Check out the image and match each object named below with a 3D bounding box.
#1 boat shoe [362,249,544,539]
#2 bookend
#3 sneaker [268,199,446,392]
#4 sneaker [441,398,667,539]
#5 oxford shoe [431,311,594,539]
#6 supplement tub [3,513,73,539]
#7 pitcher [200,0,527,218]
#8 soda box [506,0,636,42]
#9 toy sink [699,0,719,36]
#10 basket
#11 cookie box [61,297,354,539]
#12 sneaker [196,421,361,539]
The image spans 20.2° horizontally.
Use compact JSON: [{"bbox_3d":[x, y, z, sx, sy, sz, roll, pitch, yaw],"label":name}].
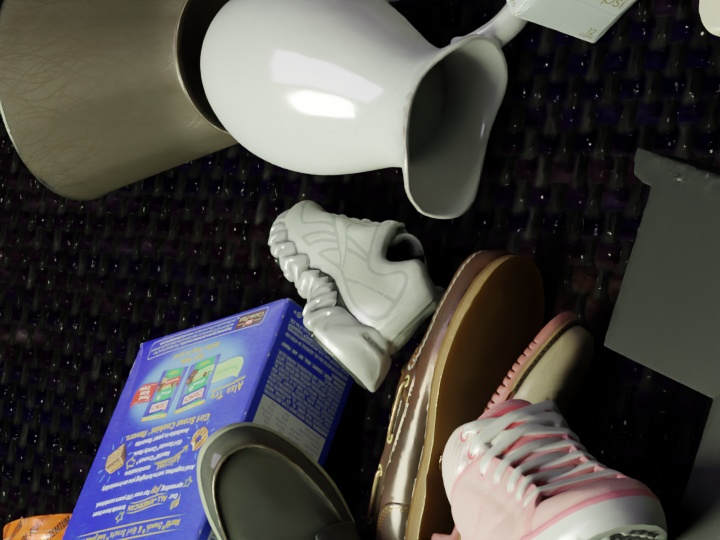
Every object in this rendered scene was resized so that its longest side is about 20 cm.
[{"bbox_3d":[0.046,0.080,1.157,0.070,0.070,0.201,26,101,51],"label":"boat shoe"},{"bbox_3d":[0.197,0.066,0.949,0.198,0.092,0.201,26,102,54],"label":"bookend"},{"bbox_3d":[0.000,0.000,1.231,0.081,0.075,0.200,-44,27,6],"label":"sneaker"},{"bbox_3d":[0.085,0.106,0.983,0.200,0.075,0.105,116,141,-70],"label":"sneaker"},{"bbox_3d":[0.095,0.123,1.105,0.074,0.070,0.201,24,98,24],"label":"oxford shoe"},{"bbox_3d":[-0.197,0.273,1.375,0.122,0.122,0.201,-23,64,47],"label":"supplement tub"},{"bbox_3d":[0.007,-0.135,1.245,0.199,0.121,0.172,21,77,42],"label":"pitcher"},{"bbox_3d":[0.102,-0.231,1.170,0.064,0.068,0.201,-44,49,35],"label":"soda box"},{"bbox_3d":[0.267,-0.164,0.904,0.199,0.112,0.131,-3,78,47],"label":"toy sink"},{"bbox_3d":[-0.146,-0.145,1.417,0.199,0.135,0.182,-2,97,47],"label":"basket"},{"bbox_3d":[-0.103,0.133,1.276,0.171,0.075,0.201,-18,44,49],"label":"cookie box"},{"bbox_3d":[-0.019,0.176,1.126,0.075,0.201,0.106,-33,11,-6],"label":"sneaker"}]
